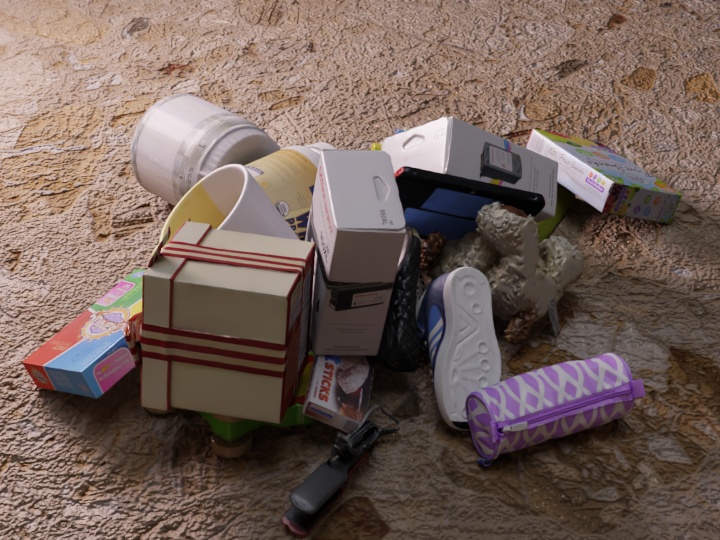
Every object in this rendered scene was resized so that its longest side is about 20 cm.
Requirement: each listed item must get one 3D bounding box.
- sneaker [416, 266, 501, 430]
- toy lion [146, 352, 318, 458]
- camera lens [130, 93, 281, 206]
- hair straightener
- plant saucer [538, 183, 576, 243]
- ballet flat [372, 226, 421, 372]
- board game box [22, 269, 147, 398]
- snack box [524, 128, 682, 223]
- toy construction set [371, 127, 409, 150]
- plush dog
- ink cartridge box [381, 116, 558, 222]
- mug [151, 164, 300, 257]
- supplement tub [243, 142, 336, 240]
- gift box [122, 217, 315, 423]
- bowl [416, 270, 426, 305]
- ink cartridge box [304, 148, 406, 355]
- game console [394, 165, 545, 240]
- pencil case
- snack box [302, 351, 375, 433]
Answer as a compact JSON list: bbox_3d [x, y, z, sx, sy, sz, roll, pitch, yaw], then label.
[{"bbox_3d":[0.109,0.103,1.674,0.080,0.146,0.202,6,74,-15],"label":"sneaker"},{"bbox_3d":[-0.133,0.137,1.651,0.199,0.069,0.191,25,34,36],"label":"toy lion"},{"bbox_3d":[-0.227,-0.161,2.025,0.160,0.161,0.199,-29,41,-35],"label":"camera lens"},{"bbox_3d":[-0.012,0.207,1.512,0.041,0.077,0.200,35,42,19],"label":"hair straightener"},{"bbox_3d":[0.190,-0.101,2.009,0.199,0.048,0.200,13,36,24],"label":"plant saucer"},{"bbox_3d":[0.049,0.035,1.699,0.066,0.057,0.201,-27,44,44],"label":"ballet flat"},{"bbox_3d":[-0.296,0.073,1.692,0.152,0.040,0.200,2,37,49],"label":"board game box"},{"bbox_3d":[0.349,-0.138,2.008,0.141,0.053,0.200,5,24,-34],"label":"snack box"},{"bbox_3d":[0.046,-0.107,1.939,0.091,0.132,0.200,16,29,-2],"label":"toy construction set"},{"bbox_3d":[0.166,0.006,1.776,0.171,0.162,0.199,12,-9,43],"label":"plush dog"},{"bbox_3d":[0.142,-0.120,1.826,0.199,0.086,0.147,17,-20,-35],"label":"ink cartridge box"},{"bbox_3d":[-0.159,-0.032,1.762,0.150,0.153,0.186,-55,31,-14],"label":"mug"},{"bbox_3d":[-0.113,-0.088,1.917,0.199,0.145,0.144,-28,40,-33],"label":"supplement tub"},{"bbox_3d":[-0.156,0.040,1.555,0.185,0.202,0.185,7,19,7],"label":"gift box"},{"bbox_3d":[0.000,0.000,1.799,0.199,0.095,0.201,5,32,-3],"label":"bowl"},{"bbox_3d":[-0.013,-0.021,1.609,0.084,0.201,0.145,1,43,-13],"label":"ink cartridge box"},{"bbox_3d":[0.116,-0.077,1.778,0.199,0.177,0.031,10,72,-15],"label":"game console"},{"bbox_3d":[0.215,0.152,1.570,0.199,0.085,0.085,-16,0,-19],"label":"pencil case"},{"bbox_3d":[-0.020,0.113,1.644,0.071,0.024,0.201,23,34,-9],"label":"snack box"}]
